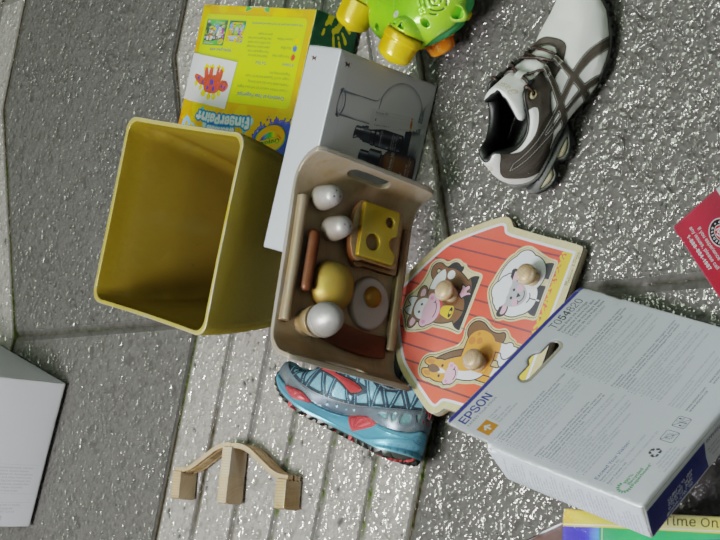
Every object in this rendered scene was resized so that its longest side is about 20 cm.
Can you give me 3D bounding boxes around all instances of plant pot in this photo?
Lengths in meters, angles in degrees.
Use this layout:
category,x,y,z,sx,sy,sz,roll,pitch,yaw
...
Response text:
category,x,y,z,sx,sy,sz,roll,pitch,yaw
plant pot,-0.141,-0.039,1.435,0.199,0.175,0.203,13,92,45

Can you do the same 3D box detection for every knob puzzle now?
category,x,y,z,sx,sy,sz,roll,pitch,yaw
knob puzzle,0.098,0.039,1.262,0.218,0.030,0.222,-19,59,34

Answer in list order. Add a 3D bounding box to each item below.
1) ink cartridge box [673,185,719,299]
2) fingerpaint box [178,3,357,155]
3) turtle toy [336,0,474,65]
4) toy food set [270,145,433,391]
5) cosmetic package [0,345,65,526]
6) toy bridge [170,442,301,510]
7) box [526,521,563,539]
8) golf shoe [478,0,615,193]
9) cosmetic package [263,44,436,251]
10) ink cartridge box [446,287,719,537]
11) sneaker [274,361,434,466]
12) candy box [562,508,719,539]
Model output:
category,x,y,z,sx,sy,sz,roll,pitch,yaw
ink cartridge box,0.365,-0.032,0.967,0.200,0.144,0.146,-45,54,27
fingerpaint box,-0.107,-0.205,1.506,0.199,0.073,0.169,12,90,45
turtle toy,0.050,-0.292,1.351,0.200,0.100,0.147,44,112,40
toy food set,0.000,0.000,1.257,0.060,0.142,0.203,-9,68,54
cosmetic package,-0.511,0.210,1.784,0.198,0.122,0.202,20,97,44
toy bridge,-0.142,0.225,1.489,0.199,0.027,0.068,-4,77,44
box,0.206,0.307,1.107,0.100,0.074,0.202,-33,62,35
golf shoe,0.167,-0.173,1.222,0.077,0.094,0.202,19,94,45
cosmetic package,-0.008,-0.106,1.338,0.051,0.150,0.203,15,93,44
ink cartridge box,0.204,0.106,1.084,0.199,0.199,0.041,19,140,44
sneaker,0.001,0.122,1.353,0.199,0.079,0.096,22,84,37
candy box,0.234,0.287,1.007,0.167,0.077,0.202,0,67,13
